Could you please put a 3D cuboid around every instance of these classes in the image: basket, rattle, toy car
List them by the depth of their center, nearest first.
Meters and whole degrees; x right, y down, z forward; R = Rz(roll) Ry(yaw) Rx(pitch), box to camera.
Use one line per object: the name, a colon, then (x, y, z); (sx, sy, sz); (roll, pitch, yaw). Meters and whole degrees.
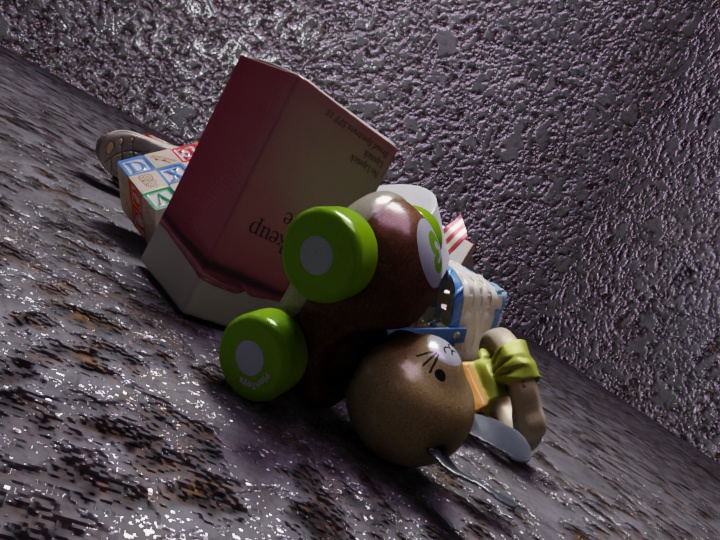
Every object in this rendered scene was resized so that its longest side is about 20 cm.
toy car: (0.037, 0.064, 0.413); (0.200, 0.159, 0.163); (42, 21, 15)
rattle: (0.115, 0.145, 0.666); (0.132, 0.140, 0.200); (61, -9, 5)
basket: (0.061, 0.046, 0.724); (0.195, 0.143, 0.176); (9, 14, -28)

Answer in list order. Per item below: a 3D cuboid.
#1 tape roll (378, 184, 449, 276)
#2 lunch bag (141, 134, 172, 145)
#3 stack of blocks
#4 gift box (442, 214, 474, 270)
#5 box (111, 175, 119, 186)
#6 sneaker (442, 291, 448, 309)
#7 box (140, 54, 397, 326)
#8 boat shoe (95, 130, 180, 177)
tape roll: (-0.004, -0.022, 0.674); (0.202, 0.198, 0.072); (37, -32, 60)
lunch bag: (-0.293, -0.161, 1.053); (0.197, 0.083, 0.175); (26, 6, -36)
stack of blocks: (-0.135, -0.083, 0.641); (0.197, 0.060, 0.115); (-24, 52, -35)
gift box: (0.109, -0.018, 1.155); (0.181, 0.204, 0.187); (27, -6, 16)
box: (-0.238, -0.080, 0.882); (0.162, 0.022, 0.198); (33, 8, 39)
sneaker: (0.114, 0.071, 0.898); (0.103, 0.075, 0.203); (18, 36, -46)
box: (-0.079, -0.057, 0.534); (0.126, 0.204, 0.108); (23, 7, -44)
boat shoe: (-0.261, -0.142, 0.832); (0.198, 0.076, 0.073); (24, 7, -45)
